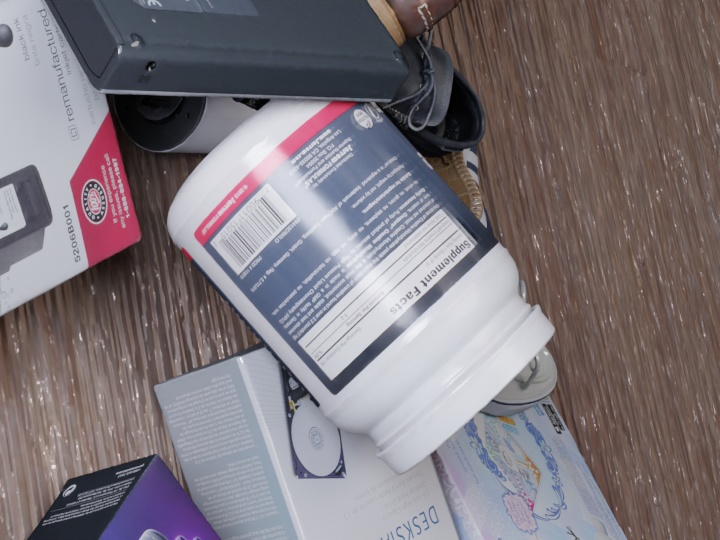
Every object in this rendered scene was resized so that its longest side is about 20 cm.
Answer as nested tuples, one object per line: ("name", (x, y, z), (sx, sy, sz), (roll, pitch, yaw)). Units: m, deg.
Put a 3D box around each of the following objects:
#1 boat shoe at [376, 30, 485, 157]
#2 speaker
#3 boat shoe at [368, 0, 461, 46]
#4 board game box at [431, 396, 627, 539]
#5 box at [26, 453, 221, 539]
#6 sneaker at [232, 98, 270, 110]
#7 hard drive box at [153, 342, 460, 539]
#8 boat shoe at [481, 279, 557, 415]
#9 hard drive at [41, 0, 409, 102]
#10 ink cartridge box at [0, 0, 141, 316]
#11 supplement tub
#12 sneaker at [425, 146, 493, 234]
("boat shoe", (0.029, -0.127, 1.077), (0.200, 0.062, 0.075), (36, 64, -59))
("speaker", (-0.069, -0.115, 1.070), (0.199, 0.081, 0.082), (-5, 78, -55))
("boat shoe", (-0.011, -0.230, 0.979), (0.201, 0.070, 0.070), (54, -1, -6))
("board game box", (0.107, 0.163, 1.162), (0.198, 0.043, 0.201), (12, 45, -53))
("box", (-0.106, 0.222, 0.858), (0.201, 0.078, 0.141), (56, 39, -20))
("sneaker", (-0.059, -0.156, 0.990), (0.087, 0.076, 0.201), (39, 33, -12))
("hard drive box", (-0.024, 0.138, 1.013), (0.155, 0.076, 0.202), (-21, 92, -55))
("boat shoe", (0.089, 0.042, 1.135), (0.201, 0.086, 0.075), (22, 47, -41))
("hard drive", (-0.079, -0.149, 0.856), (0.199, 0.033, 0.140), (-4, 52, -44))
("ink cartridge box", (-0.212, -0.046, 0.790), (0.200, 0.083, 0.147), (-35, 119, -51))
("supplement tub", (0.000, 0.000, 0.928), (0.200, 0.140, 0.140), (48, 36, 2))
("sneaker", (0.069, -0.048, 1.245), (0.201, 0.069, 0.109), (-93, 167, -52))
